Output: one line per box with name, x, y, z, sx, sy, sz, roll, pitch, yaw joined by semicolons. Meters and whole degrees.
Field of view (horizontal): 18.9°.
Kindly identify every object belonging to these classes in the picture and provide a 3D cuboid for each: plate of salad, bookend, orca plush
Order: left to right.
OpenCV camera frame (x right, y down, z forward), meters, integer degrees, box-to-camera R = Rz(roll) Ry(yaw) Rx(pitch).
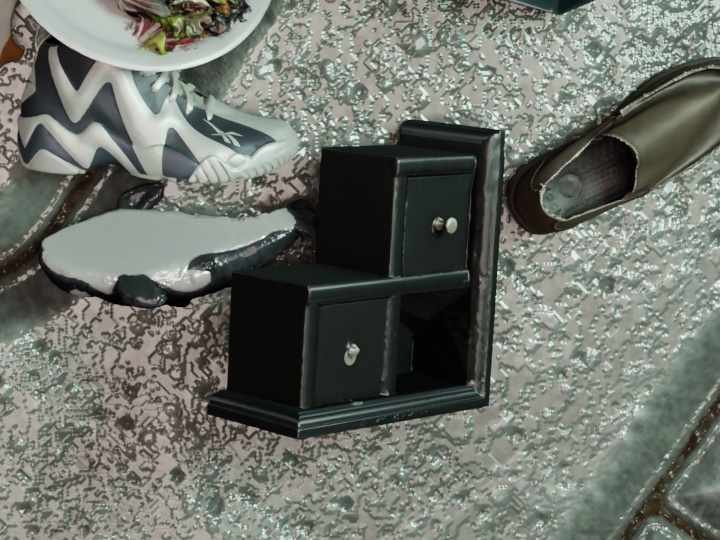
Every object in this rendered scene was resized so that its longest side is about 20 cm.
plate of salad;-0.149;-0.231;1.479;0.198;0.048;0.202;7;66;-16
orca plush;-0.128;-0.009;1.560;0.199;0.071;0.106;-20;55;-13
bookend;0.000;0.000;1.494;0.198;0.092;0.202;-4;101;-47

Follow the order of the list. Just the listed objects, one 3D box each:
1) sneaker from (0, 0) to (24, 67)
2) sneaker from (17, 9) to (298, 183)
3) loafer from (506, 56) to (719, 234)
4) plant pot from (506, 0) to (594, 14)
sneaker;-0.269;-0.236;1.494;0.084;0.073;0.202;-14;114;-33
sneaker;-0.141;-0.134;1.516;0.197;0.080;0.131;4;107;4
loafer;0.202;-0.083;1.565;0.199;0.071;0.073;-34;100;0
plant pot;0.114;-0.298;1.493;0.140;0.141;0.202;16;89;-8
